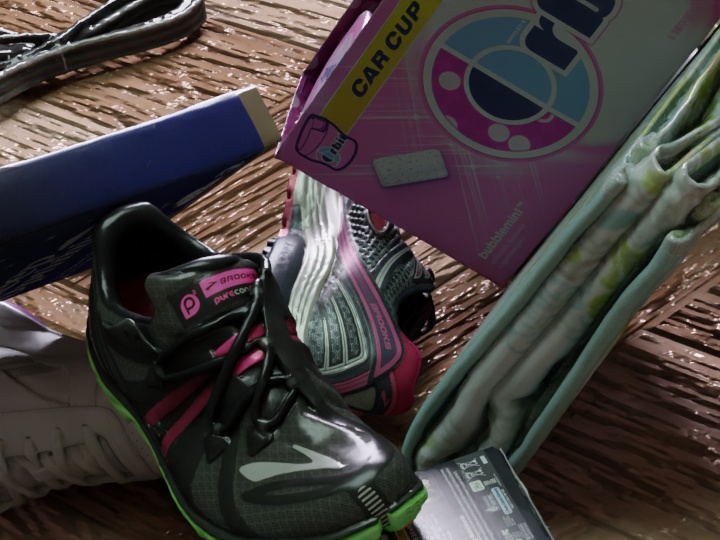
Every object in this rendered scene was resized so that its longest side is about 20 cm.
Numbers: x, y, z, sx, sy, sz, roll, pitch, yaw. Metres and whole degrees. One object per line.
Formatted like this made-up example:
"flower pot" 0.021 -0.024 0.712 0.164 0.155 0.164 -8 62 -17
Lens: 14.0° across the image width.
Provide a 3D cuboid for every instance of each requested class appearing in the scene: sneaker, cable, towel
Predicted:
"sneaker" 0.000 0.000 1.262 0.074 0.081 0.200 9 38 5
"sneaker" -0.125 0.071 1.213 0.199 0.075 0.100 10 56 38
"cable" -0.182 -0.123 1.586 0.199 0.051 0.097 -16 29 1
"sneaker" -0.050 0.041 1.082 0.077 0.084 0.200 -29 42 -23
"towel" 0.099 -0.008 1.136 0.048 0.200 0.171 39 41 2

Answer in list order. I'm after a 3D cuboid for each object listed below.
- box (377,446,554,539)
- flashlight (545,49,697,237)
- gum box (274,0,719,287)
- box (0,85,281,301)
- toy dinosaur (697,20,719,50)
"box" 0.006 0.147 1.012 0.160 0.049 0.200 -17 28 -8
"flashlight" 0.141 -0.066 1.318 0.199 0.068 0.068 -15 64 -10
"gum box" 0.065 -0.101 1.179 0.113 0.200 0.066 29 37 -10
"box" -0.137 -0.016 1.167 0.200 0.033 0.121 -20 -9 -46
"toy dinosaur" 0.169 -0.078 1.228 0.047 0.088 0.201 -2 54 -14
